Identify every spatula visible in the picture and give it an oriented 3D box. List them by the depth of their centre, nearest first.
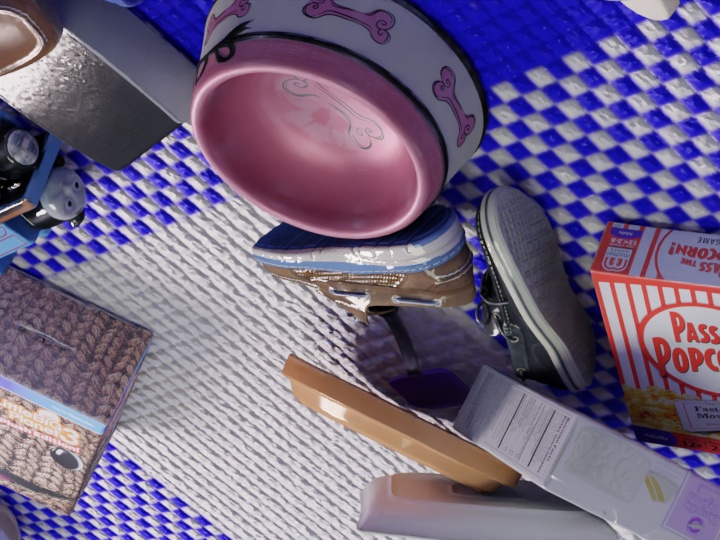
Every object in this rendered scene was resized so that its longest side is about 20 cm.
[{"bbox_3d":[0.027,0.047,1.541,0.056,0.021,0.200,-12,131,25],"label":"spatula"}]

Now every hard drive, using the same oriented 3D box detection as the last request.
[{"bbox_3d":[-0.210,-0.151,1.400,0.200,0.042,0.135,38,144,-19],"label":"hard drive"}]

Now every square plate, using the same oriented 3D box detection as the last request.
[{"bbox_3d":[0.097,0.183,1.565,0.197,0.029,0.200,4,-178,1],"label":"square plate"}]

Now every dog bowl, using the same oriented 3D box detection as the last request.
[{"bbox_3d":[-0.022,-0.100,1.325,0.199,0.074,0.200,16,145,12],"label":"dog bowl"}]

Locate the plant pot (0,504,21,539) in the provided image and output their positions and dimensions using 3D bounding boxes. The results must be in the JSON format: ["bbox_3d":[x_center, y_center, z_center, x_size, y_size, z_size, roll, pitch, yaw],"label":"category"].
[{"bbox_3d":[-0.452,0.290,2.061,0.199,0.188,0.188,-5,139,15],"label":"plant pot"}]

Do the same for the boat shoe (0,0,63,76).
[{"bbox_3d":[-0.276,-0.140,1.352,0.200,0.072,0.076,-11,131,43],"label":"boat shoe"}]

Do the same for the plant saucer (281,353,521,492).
[{"bbox_3d":[0.029,0.120,1.547,0.200,0.032,0.200,27,178,1],"label":"plant saucer"}]

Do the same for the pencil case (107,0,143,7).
[{"bbox_3d":[-0.221,-0.225,1.275,0.199,0.078,0.087,14,137,15],"label":"pencil case"}]

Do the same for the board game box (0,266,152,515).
[{"bbox_3d":[-0.285,0.102,1.746,0.159,0.097,0.200,26,147,-2],"label":"board game box"}]

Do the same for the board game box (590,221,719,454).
[{"bbox_3d":[0.250,0.054,1.389,0.151,0.046,0.200,7,143,25],"label":"board game box"}]

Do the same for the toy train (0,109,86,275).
[{"bbox_3d":[-0.290,-0.055,1.552,0.114,0.087,0.200,35,144,-31],"label":"toy train"}]

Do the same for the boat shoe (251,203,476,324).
[{"bbox_3d":[0.000,0.000,1.414,0.200,0.072,0.073,4,126,51],"label":"boat shoe"}]

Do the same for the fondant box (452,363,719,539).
[{"bbox_3d":[0.164,0.136,1.435,0.144,0.058,0.200,27,-179,-17],"label":"fondant box"}]

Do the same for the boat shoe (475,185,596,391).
[{"bbox_3d":[0.110,0.017,1.406,0.062,0.075,0.200,-1,144,23],"label":"boat shoe"}]

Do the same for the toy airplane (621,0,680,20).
[{"bbox_3d":[0.087,-0.219,1.032,0.199,0.141,0.199,20,147,6],"label":"toy airplane"}]
